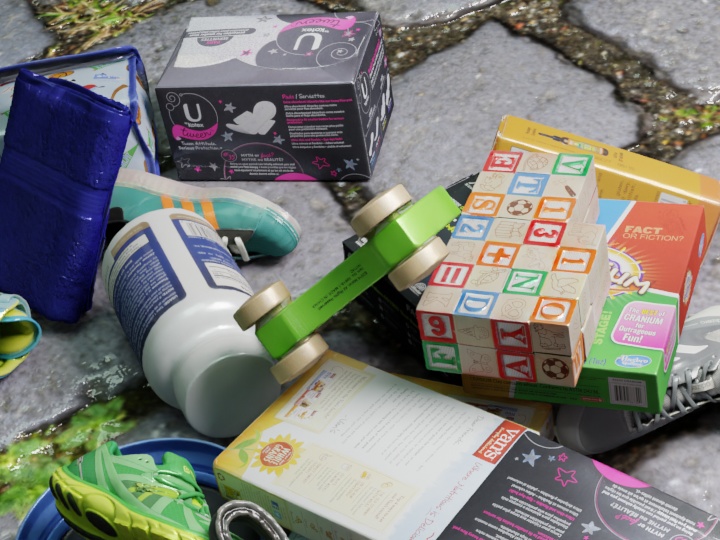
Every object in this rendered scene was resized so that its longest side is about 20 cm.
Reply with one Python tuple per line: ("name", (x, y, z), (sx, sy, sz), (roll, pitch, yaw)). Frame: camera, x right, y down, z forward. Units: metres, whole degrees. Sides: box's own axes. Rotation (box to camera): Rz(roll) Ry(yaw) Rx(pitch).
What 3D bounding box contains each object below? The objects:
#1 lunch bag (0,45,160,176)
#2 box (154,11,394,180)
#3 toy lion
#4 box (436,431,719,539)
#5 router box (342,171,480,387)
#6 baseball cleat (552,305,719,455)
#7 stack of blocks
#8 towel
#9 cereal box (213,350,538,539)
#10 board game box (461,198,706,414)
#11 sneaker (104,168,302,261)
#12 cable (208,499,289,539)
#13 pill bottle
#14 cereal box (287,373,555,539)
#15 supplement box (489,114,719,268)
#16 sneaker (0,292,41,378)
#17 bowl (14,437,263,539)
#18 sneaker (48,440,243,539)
("lunch bag", (-0.287, -0.146, 1.651), (0.168, 0.125, 0.200), (-11, 27, -2))
("box", (-0.079, -0.172, 1.635), (0.198, 0.116, 0.133), (1, 40, 14))
("toy lion", (0.000, 0.000, 1.294), (0.199, 0.069, 0.192), (-38, -1, 26))
("box", (0.161, 0.219, 1.080), (0.199, 0.133, 0.115), (23, 53, 35))
("router box", (0.099, 0.011, 1.413), (0.149, 0.063, 0.200), (-27, 42, -21))
("baseball cleat", (0.242, 0.082, 1.275), (0.199, 0.070, 0.106), (-32, 23, -24))
("stack of blocks", (0.128, -0.007, 1.263), (0.114, 0.059, 0.201), (5, 41, 21))
("towel", (-0.272, -0.067, 1.509), (0.147, 0.202, 0.049), (25, 14, 38))
("cereal box", (0.012, 0.141, 1.217), (0.199, 0.040, 0.144), (20, 47, 35))
("board game box", (0.175, 0.020, 1.298), (0.151, 0.041, 0.201), (4, 41, 20))
("sneaker", (-0.152, -0.031, 1.527), (0.198, 0.072, 0.081), (11, 62, 18))
("cable", (-0.022, 0.232, 1.117), (0.096, 0.050, 0.201), (-23, 80, -28))
("pill bottle", (-0.136, 0.045, 1.388), (0.110, 0.112, 0.200), (-20, 40, -12))
("cereal box", (0.046, 0.166, 1.256), (0.142, 0.040, 0.201), (10, 44, 25))
("supplement box", (0.203, -0.068, 1.425), (0.198, 0.069, 0.067), (20, 22, 3))
("sneaker", (-0.338, 0.027, 1.484), (0.129, 0.080, 0.202), (-7, 49, 8))
("bowl", (-0.157, 0.209, 1.250), (0.198, 0.040, 0.202), (-7, 39, 5))
("sneaker", (-0.139, 0.170, 1.203), (0.199, 0.075, 0.084), (23, 53, 35))
